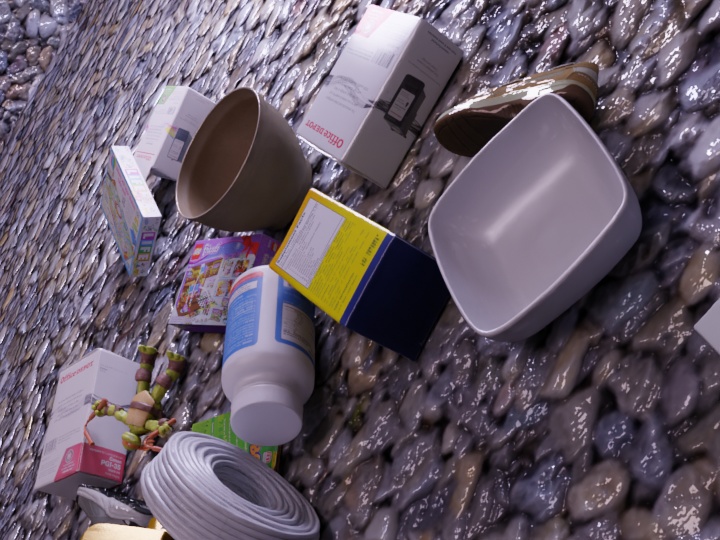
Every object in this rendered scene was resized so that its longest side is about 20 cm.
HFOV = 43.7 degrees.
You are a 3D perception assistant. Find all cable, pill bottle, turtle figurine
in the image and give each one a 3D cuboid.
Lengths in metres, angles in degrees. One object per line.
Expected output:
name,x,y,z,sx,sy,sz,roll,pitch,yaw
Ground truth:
cable,-0.136,0.248,0.949,0.070,0.198,0.200,-57,13,4
pill bottle,-0.109,0.101,1.069,0.112,0.112,0.202,-38,34,30
turtle figurine,-0.309,0.200,1.324,0.197,0.064,0.164,6,67,34

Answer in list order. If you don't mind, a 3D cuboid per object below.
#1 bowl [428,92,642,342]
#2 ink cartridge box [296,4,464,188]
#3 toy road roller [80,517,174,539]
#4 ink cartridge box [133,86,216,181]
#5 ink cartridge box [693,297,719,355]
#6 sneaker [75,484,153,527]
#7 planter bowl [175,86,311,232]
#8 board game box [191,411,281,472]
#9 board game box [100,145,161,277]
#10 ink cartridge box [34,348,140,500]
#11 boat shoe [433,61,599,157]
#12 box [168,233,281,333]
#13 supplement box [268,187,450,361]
bowl,0.168,-0.041,0.857,0.200,0.074,0.201,-45,38,22
ink cartridge box,0.021,-0.225,1.158,0.202,0.083,0.145,-59,35,6
toy road roller,-0.215,0.329,1.021,0.147,0.196,0.125,-80,-7,-63
ink cartridge box,-0.354,-0.234,1.659,0.116,0.067,0.203,17,82,55
ink cartridge box,0.330,0.065,0.518,0.145,0.144,0.201,-50,36,18
sneaker,-0.358,0.354,1.279,0.199,0.073,0.081,1,74,52
planter bowl,-0.154,-0.138,1.282,0.199,0.134,0.203,-29,47,37
board game box,-0.158,0.226,1.142,0.199,0.030,0.097,-26,49,43
board game box,-0.411,-0.107,1.599,0.201,0.034,0.136,57,138,37
ink cartridge box,-0.432,0.246,1.432,0.145,0.082,0.203,-27,49,40
boat shoe,0.168,-0.175,0.963,0.198,0.072,0.077,-4,50,43
box,-0.202,0.021,1.321,0.198,0.039,0.139,-2,67,52
supplement box,0.000,0.000,1.016,0.110,0.109,0.199,-60,36,3
